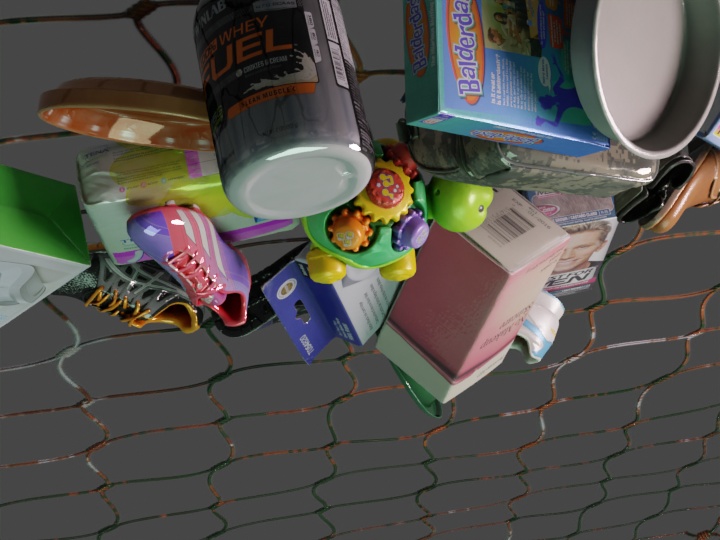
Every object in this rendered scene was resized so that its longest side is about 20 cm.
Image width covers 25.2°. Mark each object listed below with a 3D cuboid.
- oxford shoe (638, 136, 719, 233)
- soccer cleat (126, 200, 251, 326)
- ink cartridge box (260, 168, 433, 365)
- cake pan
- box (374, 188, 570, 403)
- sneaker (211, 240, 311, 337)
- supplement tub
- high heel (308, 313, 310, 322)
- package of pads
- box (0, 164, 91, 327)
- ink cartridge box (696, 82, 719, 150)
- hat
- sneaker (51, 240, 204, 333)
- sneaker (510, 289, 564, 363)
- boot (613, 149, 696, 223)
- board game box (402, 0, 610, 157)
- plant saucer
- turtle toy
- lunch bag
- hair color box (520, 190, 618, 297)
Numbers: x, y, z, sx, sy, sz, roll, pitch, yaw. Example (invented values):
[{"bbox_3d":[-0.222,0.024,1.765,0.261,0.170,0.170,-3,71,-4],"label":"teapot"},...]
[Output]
[{"bbox_3d":[0.354,-0.092,1.648,0.200,0.071,0.071,-44,-175,-34],"label":"oxford shoe"},{"bbox_3d":[-0.157,-0.006,1.533,0.066,0.077,0.200,-18,158,14],"label":"soccer cleat"},{"bbox_3d":[0.000,0.000,1.696,0.200,0.041,0.200,-46,153,-10],"label":"ink cartridge box"},{"bbox_3d":[0.244,-0.196,1.375,0.037,0.202,0.200,9,176,43],"label":"cake pan"},{"bbox_3d":[0.120,0.023,1.748,0.128,0.109,0.201,-30,152,-46],"label":"box"},{"bbox_3d":[-0.068,0.015,1.830,0.199,0.076,0.088,-19,175,16],"label":"sneaker"},{"bbox_3d":[-0.065,-0.153,1.270,0.122,0.201,0.123,-11,155,-5],"label":"supplement tub"},{"bbox_3d":[0.012,0.030,1.885,0.095,0.068,0.200,12,134,-26],"label":"high heel"},{"bbox_3d":[-0.164,-0.077,1.550,0.199,0.069,0.155,-13,157,-2],"label":"package of pads"},{"bbox_3d":[-0.390,-0.025,1.518,0.176,0.097,0.199,-31,152,30],"label":"box"},{"bbox_3d":[0.387,-0.172,1.552,0.199,0.076,0.137,18,109,-52],"label":"ink cartridge box"},{"bbox_3d":[0.121,0.057,1.937,0.175,0.200,0.166,-31,118,9],"label":"hat"},{"bbox_3d":[-0.247,0.021,1.716,0.199,0.078,0.078,5,152,-32],"label":"sneaker"},{"bbox_3d":[0.134,0.041,1.882,0.199,0.081,0.077,20,157,7],"label":"sneaker"},{"bbox_3d":[0.249,-0.103,1.627,0.067,0.131,0.200,6,150,-31],"label":"boot"},{"bbox_3d":[0.124,-0.185,1.352,0.199,0.153,0.045,8,167,-38],"label":"board game box"},{"bbox_3d":[-0.175,-0.134,1.381,0.199,0.033,0.200,5,176,0],"label":"plant saucer"},{"bbox_3d":[0.029,-0.068,1.557,0.199,0.147,0.101,-2,167,-22],"label":"turtle toy"},{"bbox_3d":[0.154,-0.137,1.499,0.199,0.140,0.167,4,169,-28],"label":"lunch bag"},{"bbox_3d":[0.229,-0.035,1.860,0.099,0.061,0.200,-10,156,-6],"label":"hair color box"}]
